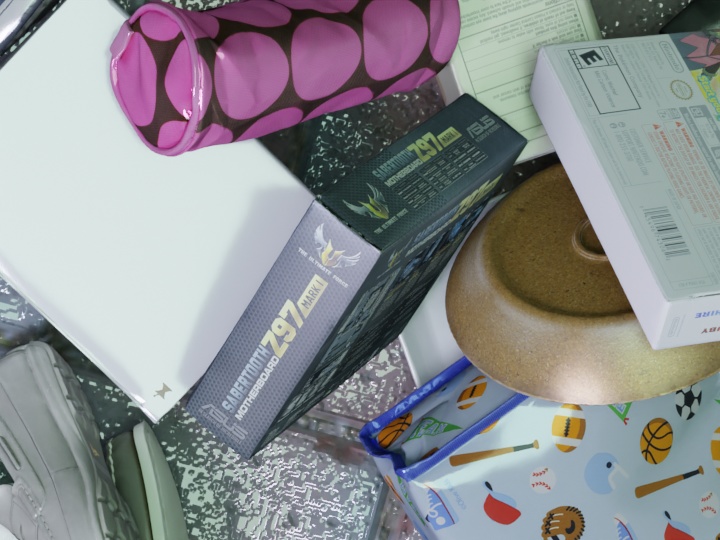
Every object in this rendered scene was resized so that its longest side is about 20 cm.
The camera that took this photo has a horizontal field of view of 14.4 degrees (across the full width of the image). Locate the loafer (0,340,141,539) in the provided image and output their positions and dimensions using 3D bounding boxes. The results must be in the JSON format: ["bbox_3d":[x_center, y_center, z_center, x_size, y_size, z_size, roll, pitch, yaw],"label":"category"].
[{"bbox_3d":[-0.172,0.132,1.603,0.070,0.070,0.200,-29,53,5],"label":"loafer"}]

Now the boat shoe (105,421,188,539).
[{"bbox_3d":[-0.126,0.191,1.649,0.060,0.072,0.202,-11,88,8],"label":"boat shoe"}]

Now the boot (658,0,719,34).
[{"bbox_3d":[0.247,-0.199,1.663,0.200,0.066,0.165,-44,104,1],"label":"boot"}]

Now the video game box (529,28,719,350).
[{"bbox_3d":[0.210,-0.052,1.552,0.182,0.200,0.047,-8,139,-16],"label":"video game box"}]

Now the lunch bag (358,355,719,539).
[{"bbox_3d":[0.128,0.111,1.634,0.200,0.124,0.170,-36,109,-6],"label":"lunch bag"}]

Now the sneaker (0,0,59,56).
[{"bbox_3d":[-0.253,-0.166,1.576,0.202,0.077,0.146,-39,96,26],"label":"sneaker"}]

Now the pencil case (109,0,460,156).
[{"bbox_3d":[-0.044,-0.124,1.547,0.200,0.091,0.094,-18,64,-42],"label":"pencil case"}]

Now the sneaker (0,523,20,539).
[{"bbox_3d":[-0.267,0.137,1.629,0.200,0.074,0.082,45,86,-7],"label":"sneaker"}]

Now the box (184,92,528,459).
[{"bbox_3d":[0.000,0.000,1.549,0.051,0.200,0.158,39,122,8],"label":"box"}]

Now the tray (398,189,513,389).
[{"bbox_3d":[0.112,0.000,1.687,0.199,0.022,0.108,-21,96,-4],"label":"tray"}]

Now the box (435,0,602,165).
[{"bbox_3d":[0.077,-0.164,1.641,0.095,0.078,0.201,-18,96,-6],"label":"box"}]

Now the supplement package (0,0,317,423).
[{"bbox_3d":[-0.137,-0.042,1.610,0.200,0.111,0.156,44,89,-8],"label":"supplement package"}]

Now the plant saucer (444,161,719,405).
[{"bbox_3d":[0.142,-0.009,1.586,0.200,0.200,0.036,-20,131,-5],"label":"plant saucer"}]
